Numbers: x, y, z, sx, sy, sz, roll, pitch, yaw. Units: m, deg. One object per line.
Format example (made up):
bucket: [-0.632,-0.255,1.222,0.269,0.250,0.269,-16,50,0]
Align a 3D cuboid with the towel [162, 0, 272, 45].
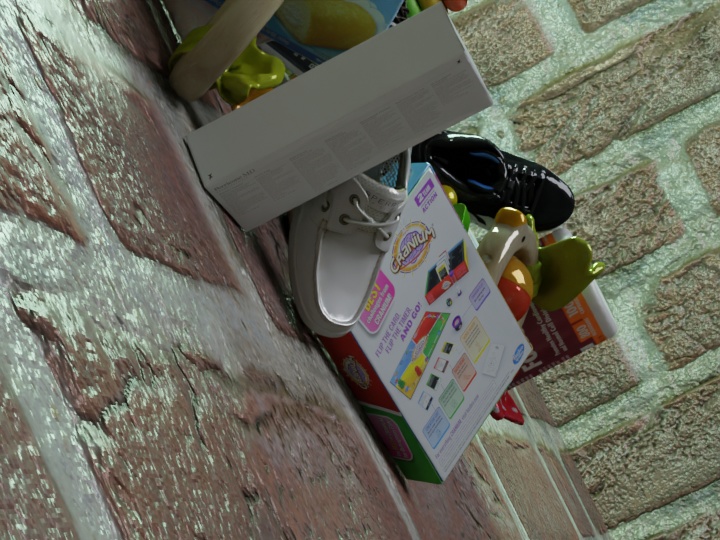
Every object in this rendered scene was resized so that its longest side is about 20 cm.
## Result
towel: [-0.085,-0.273,1.631,0.032,0.190,0.201,107,-37,-60]

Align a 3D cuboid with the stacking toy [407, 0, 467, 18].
stacking toy: [0.050,-0.258,1.933,0.086,0.199,0.085,62,10,-18]

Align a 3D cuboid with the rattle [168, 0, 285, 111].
rattle: [-0.034,-0.176,1.434,0.143,0.200,0.130,45,10,6]

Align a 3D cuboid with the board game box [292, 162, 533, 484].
board game box: [0.045,0.041,1.575,0.153,0.040,0.201,-52,126,-32]

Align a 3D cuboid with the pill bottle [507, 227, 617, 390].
pill bottle: [0.130,0.053,1.898,0.115,0.199,0.114,61,7,-12]

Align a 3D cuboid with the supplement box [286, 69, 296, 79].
supplement box: [-0.093,-0.240,1.914,0.201,0.066,0.069,58,8,-34]

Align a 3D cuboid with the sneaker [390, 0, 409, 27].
sneaker: [0.025,-0.207,1.820,0.200,0.107,0.075,32,1,44]

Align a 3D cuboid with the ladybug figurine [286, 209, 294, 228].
ladybug figurine: [0.000,0.000,1.655,0.201,0.072,0.136,66,7,26]

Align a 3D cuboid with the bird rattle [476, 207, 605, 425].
bird rattle: [0.114,0.032,1.764,0.112,0.201,0.163,26,-19,28]

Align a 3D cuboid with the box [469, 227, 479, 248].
box: [0.062,-0.010,2.013,0.201,0.112,0.101,59,7,-18]

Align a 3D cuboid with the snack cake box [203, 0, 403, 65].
snack cake box: [-0.060,-0.241,1.523,0.199,0.115,0.067,29,52,-3]

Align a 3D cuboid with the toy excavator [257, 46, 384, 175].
toy excavator: [-0.046,-0.129,1.813,0.195,0.099,0.200,60,-7,-17]

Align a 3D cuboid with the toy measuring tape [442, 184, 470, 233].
toy measuring tape: [0.045,0.019,1.723,0.074,0.073,0.201,51,48,-60]

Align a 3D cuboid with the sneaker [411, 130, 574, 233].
sneaker: [0.124,-0.074,1.819,0.199,0.074,0.112,17,-1,-24]

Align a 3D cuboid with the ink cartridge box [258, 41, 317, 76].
ink cartridge box: [-0.104,-0.259,1.740,0.199,0.043,0.199,35,21,-30]

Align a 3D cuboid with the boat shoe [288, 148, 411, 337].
boat shoe: [0.000,-0.052,1.455,0.070,0.069,0.202,14,80,-32]

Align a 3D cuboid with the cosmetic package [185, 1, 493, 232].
cosmetic package: [-0.014,-0.105,1.399,0.051,0.199,0.083,66,7,25]
